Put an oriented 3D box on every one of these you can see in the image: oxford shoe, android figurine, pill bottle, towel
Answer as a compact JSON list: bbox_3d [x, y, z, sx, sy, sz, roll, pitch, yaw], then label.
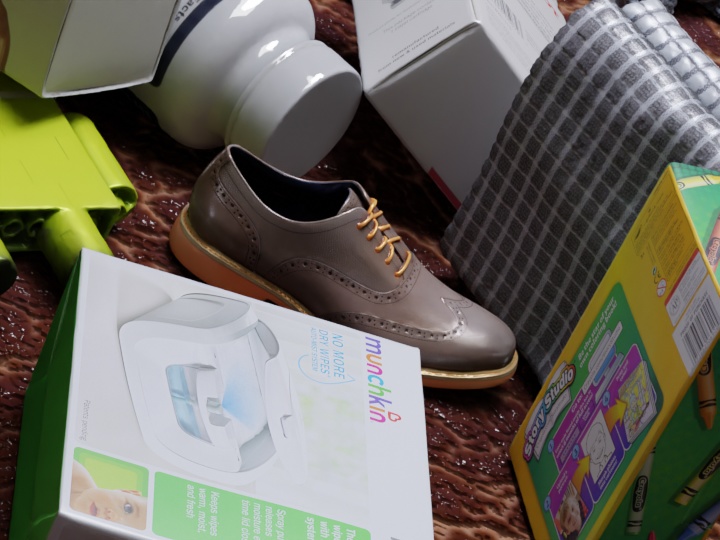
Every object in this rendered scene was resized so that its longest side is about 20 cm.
[{"bbox_3d":[0.000,0.000,1.455,0.199,0.073,0.071,24,31,-6],"label":"oxford shoe"},{"bbox_3d":[-0.206,-0.060,1.417,0.182,0.041,0.200,-4,44,-40],"label":"android figurine"},{"bbox_3d":[-0.096,-0.139,1.547,0.200,0.111,0.111,42,34,21],"label":"pill bottle"},{"bbox_3d":[0.137,-0.023,1.473,0.085,0.200,0.166,-7,47,-44],"label":"towel"}]

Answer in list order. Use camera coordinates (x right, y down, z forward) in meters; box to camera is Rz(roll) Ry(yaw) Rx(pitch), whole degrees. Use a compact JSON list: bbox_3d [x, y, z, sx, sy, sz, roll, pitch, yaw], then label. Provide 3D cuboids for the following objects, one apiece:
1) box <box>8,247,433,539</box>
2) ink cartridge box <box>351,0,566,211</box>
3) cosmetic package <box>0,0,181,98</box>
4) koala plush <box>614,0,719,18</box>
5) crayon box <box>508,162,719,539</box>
[{"bbox_3d":[-0.064,0.105,1.238,0.176,0.097,0.200,17,32,-12],"label":"box"},{"bbox_3d":[0.066,-0.129,1.629,0.147,0.083,0.200,49,19,-31],"label":"ink cartridge box"},{"bbox_3d":[-0.200,-0.179,1.481,0.200,0.088,0.103,33,24,27],"label":"cosmetic package"},{"bbox_3d":[0.246,-0.297,1.948,0.177,0.200,0.184,2,39,-34],"label":"koala plush"},{"bbox_3d":[0.148,0.063,1.356,0.058,0.200,0.119,12,35,-21],"label":"crayon box"}]
